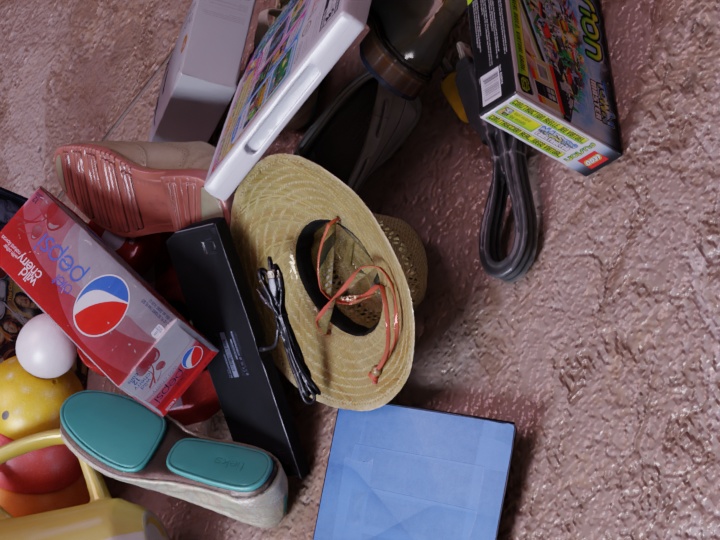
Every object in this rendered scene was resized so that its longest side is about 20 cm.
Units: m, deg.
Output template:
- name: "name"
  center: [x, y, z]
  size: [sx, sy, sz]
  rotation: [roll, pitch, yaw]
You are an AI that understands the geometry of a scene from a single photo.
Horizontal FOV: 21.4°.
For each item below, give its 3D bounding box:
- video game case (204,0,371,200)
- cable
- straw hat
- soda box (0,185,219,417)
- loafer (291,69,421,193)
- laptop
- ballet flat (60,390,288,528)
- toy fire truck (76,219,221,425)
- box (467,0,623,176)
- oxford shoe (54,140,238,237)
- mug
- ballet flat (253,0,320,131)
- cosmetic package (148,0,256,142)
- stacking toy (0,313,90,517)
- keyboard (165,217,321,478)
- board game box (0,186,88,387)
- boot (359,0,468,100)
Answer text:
- name: "video game case"
  center: [-0.042, -0.167, 1.391]
  size: [0.182, 0.024, 0.201]
  rotation: [-49, 17, 32]
- name: "cable"
  center: [0.109, -0.092, 1.339]
  size: [0.097, 0.050, 0.201]
  rotation: [-30, 62, 32]
- name: "straw hat"
  center: [0.000, 0.000, 1.361]
  size: [0.201, 0.085, 0.202]
  rotation: [28, 128, 42]
- name: "soda box"
  center: [-0.197, 0.022, 1.435]
  size: [0.070, 0.063, 0.200]
  rotation: [-49, 52, -1]
- name: "loafer"
  center: [-0.033, -0.068, 1.432]
  size: [0.070, 0.070, 0.201]
  rotation: [36, 94, 28]
- name: "laptop"
  center: [-0.012, 0.185, 1.264]
  size: [0.187, 0.199, 0.117]
  rotation: [3, 115, 51]
- name: "ballet flat"
  center: [-0.142, 0.148, 1.429]
  size: [0.199, 0.063, 0.068]
  rotation: [19, 55, 27]
- name: "toy fire truck"
  center: [-0.125, 0.021, 1.505]
  size: [0.167, 0.112, 0.201]
  rotation: [-17, 58, 23]
- name: "box"
  center: [0.120, -0.173, 1.298]
  size: [0.035, 0.110, 0.201]
  rotation: [-30, 51, 37]
- name: "oxford shoe"
  center: [-0.154, -0.068, 1.477]
  size: [0.199, 0.074, 0.071]
  rotation: [16, 125, 35]
- name: "mug"
  center: [-0.224, 0.229, 1.441]
  size: [0.152, 0.188, 0.150]
  rotation: [-20, 16, 5]
- name: "ballet flat"
  center: [-0.052, -0.215, 1.561]
  size: [0.069, 0.069, 0.201]
  rotation: [-11, 63, 47]
- name: "cosmetic package"
  center: [-0.134, -0.161, 1.572]
  size: [0.200, 0.050, 0.083]
  rotation: [135, 146, -71]
- name: "stacking toy"
  center: [-0.268, 0.115, 1.537]
  size: [0.146, 0.145, 0.201]
  rotation: [58, 140, 47]
- name: "keyboard"
  center: [-0.076, 0.057, 1.397]
  size: [0.127, 0.021, 0.201]
  rotation: [-9, 102, 52]
- name: "board game box"
  center: [-0.299, 0.036, 1.669]
  size: [0.034, 0.135, 0.201]
  rotation: [-22, 56, 42]
- name: "boot"
  center: [0.042, -0.213, 1.433]
  size: [0.097, 0.074, 0.201]
  rotation: [-49, 30, 22]
